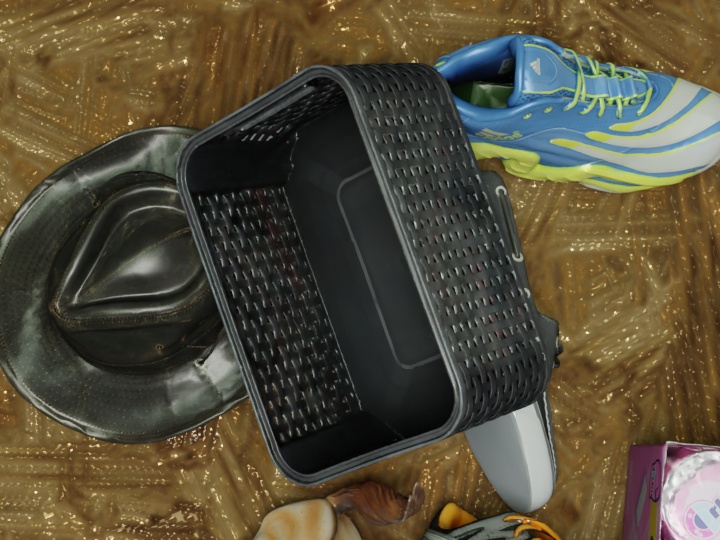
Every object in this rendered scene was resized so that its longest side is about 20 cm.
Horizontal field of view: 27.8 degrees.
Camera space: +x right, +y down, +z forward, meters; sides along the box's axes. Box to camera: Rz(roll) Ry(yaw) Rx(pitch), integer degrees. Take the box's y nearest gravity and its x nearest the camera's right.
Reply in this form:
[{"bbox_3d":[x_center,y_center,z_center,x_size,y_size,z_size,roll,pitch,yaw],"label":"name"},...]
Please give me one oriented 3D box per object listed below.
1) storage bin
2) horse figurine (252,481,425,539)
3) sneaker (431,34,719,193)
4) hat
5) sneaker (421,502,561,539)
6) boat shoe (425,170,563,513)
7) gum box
[{"bbox_3d":[0.000,0.000,0.789,0.135,0.094,0.201,-25,81,37],"label":"storage bin"},{"bbox_3d":[-0.046,0.181,0.815,0.200,0.133,0.050,-40,127,-3],"label":"horse figurine"},{"bbox_3d":[0.122,-0.090,0.836,0.198,0.105,0.076,1,83,2],"label":"sneaker"},{"bbox_3d":[-0.128,0.005,0.843,0.199,0.081,0.202,0,84,1],"label":"hat"},{"bbox_3d":[0.088,0.168,0.774,0.078,0.199,0.078,34,69,-33],"label":"sneaker"},{"bbox_3d":[0.085,0.037,0.844,0.066,0.070,0.201,-18,86,-23],"label":"boat shoe"},{"bbox_3d":[0.180,0.197,0.793,0.066,0.114,0.202,5,83,2],"label":"gum box"}]
